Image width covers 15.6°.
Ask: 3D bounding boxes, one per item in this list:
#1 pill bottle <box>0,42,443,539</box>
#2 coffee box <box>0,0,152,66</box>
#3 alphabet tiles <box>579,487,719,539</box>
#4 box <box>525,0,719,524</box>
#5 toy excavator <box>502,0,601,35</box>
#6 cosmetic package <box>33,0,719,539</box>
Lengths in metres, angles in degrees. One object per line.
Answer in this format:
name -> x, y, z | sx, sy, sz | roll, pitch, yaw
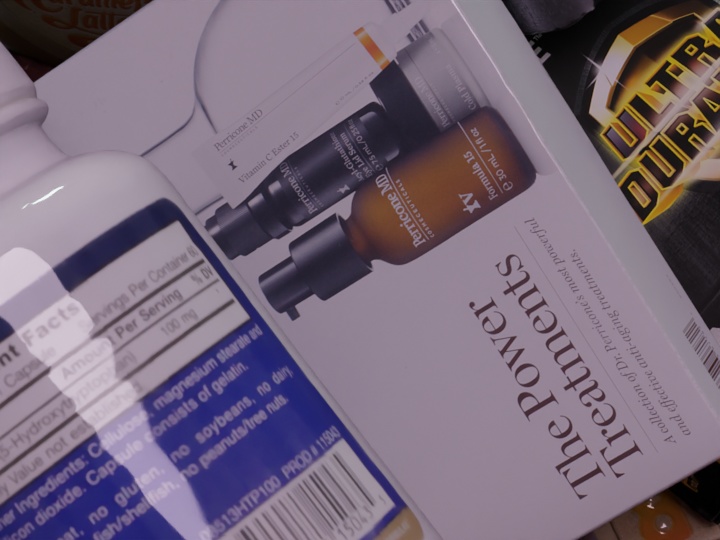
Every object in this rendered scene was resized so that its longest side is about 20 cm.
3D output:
pill bottle -> -0.079, 0.037, 0.719 | 0.120, 0.120, 0.200 | -37, 88, -21
coffee box -> -0.114, -0.133, 0.867 | 0.200, 0.114, 0.080 | 21, 64, 2
alphabet tiles -> 0.064, 0.008, 0.881 | 0.166, 0.006, 0.200 | -18, 68, -16
box -> 0.118, -0.038, 0.879 | 0.160, 0.049, 0.200 | 40, 62, 8
toy excavator -> 0.106, -0.169, 0.839 | 0.200, 0.194, 0.100 | -36, 118, -9
cosmetic package -> 0.000, 0.000, 0.779 | 0.151, 0.052, 0.200 | -33, 91, 20
